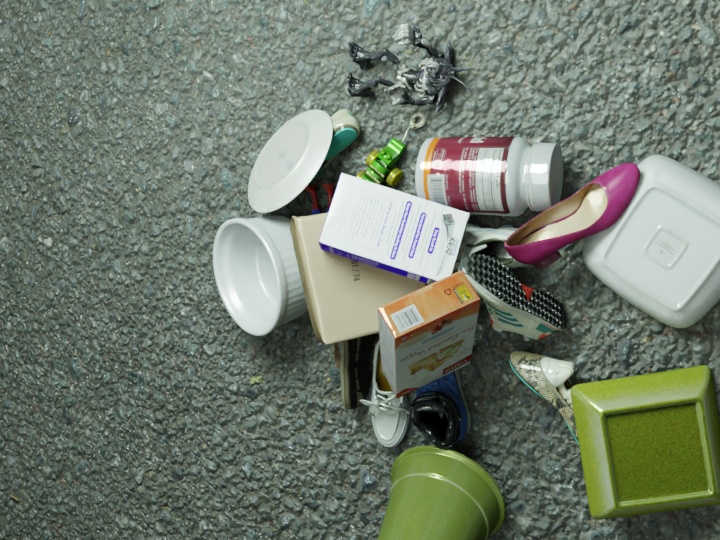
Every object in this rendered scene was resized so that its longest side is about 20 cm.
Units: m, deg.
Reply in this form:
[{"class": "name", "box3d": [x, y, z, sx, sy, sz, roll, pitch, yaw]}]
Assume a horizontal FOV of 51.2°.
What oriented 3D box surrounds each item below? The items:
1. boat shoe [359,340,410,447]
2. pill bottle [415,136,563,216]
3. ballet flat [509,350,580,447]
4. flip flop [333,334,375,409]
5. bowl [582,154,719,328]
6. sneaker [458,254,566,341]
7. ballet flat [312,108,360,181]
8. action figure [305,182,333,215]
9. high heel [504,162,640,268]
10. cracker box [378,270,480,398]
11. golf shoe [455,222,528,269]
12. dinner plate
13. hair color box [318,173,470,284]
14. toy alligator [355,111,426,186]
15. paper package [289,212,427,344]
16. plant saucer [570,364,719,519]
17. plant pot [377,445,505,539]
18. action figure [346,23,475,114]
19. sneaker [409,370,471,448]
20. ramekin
[{"class": "boat shoe", "box3d": [0.043, 0.204, 1.250, 0.074, 0.086, 0.205, 11, 102, 25]}, {"class": "pill bottle", "box3d": [0.191, -0.139, 1.108, 0.197, 0.114, 0.116, 5, 100, 26]}, {"class": "ballet flat", "box3d": [0.312, 0.184, 1.118, 0.201, 0.068, 0.075, 50, 129, 7]}, {"class": "flip flop", "box3d": [-0.017, 0.137, 1.285, 0.057, 0.081, 0.203, 15, 110, 39]}, {"class": "bowl", "box3d": [0.421, -0.035, 1.029, 0.199, 0.074, 0.201, 37, 113, 16]}, {"class": "sneaker", "box3d": [0.207, 0.052, 1.108, 0.198, 0.071, 0.093, 27, 136, -24]}, {"class": "ballet flat", "box3d": [-0.081, -0.202, 1.274, 0.199, 0.069, 0.070, -35, 81, 25]}, {"class": "action figure", "box3d": [-0.063, -0.046, 1.292, 0.065, 0.052, 0.203, -5, 98, 24]}, {"class": "high heel", "box3d": [0.288, -0.078, 1.021, 0.200, 0.096, 0.068, -49, 49, 21]}, {"class": "cracker box", "box3d": [0.098, 0.098, 1.093, 0.133, 0.201, 0.058, -24, 59, -11]}, {"class": "golf shoe", "box3d": [0.166, -0.035, 1.147, 0.198, 0.097, 0.080, -4, 97, 29]}, {"class": "dinner plate", "box3d": [-0.125, -0.187, 1.246, 0.199, 0.024, 0.202, -27, 46, 32]}, {"class": "hair color box", "box3d": [0.049, -0.056, 1.097, 0.197, 0.065, 0.111, 18, 81, 5]}, {"class": "toy alligator", "box3d": [0.038, -0.172, 1.215, 0.059, 0.054, 0.201, 40, 113, 16]}, {"class": "paper package", "box3d": [0.000, 0.000, 1.185, 0.188, 0.103, 0.203, -12, 88, -10]}, {"class": "plant saucer", "box3d": [0.411, 0.250, 1.053, 0.197, 0.048, 0.203, -10, 93, 9]}, {"class": "plant pot", "box3d": [0.103, 0.411, 1.157, 0.198, 0.190, 0.202, 14, 125, 21]}, {"class": "action figure", "box3d": [0.070, -0.306, 1.155, 0.198, 0.102, 0.121, 8, 89, 28]}, {"class": "sneaker", "box3d": [0.113, 0.182, 1.194, 0.076, 0.111, 0.203, -19, 89, 23]}, {"class": "ramekin", "box3d": [-0.160, 0.002, 1.288, 0.199, 0.097, 0.203, 21, 118, 44]}]
